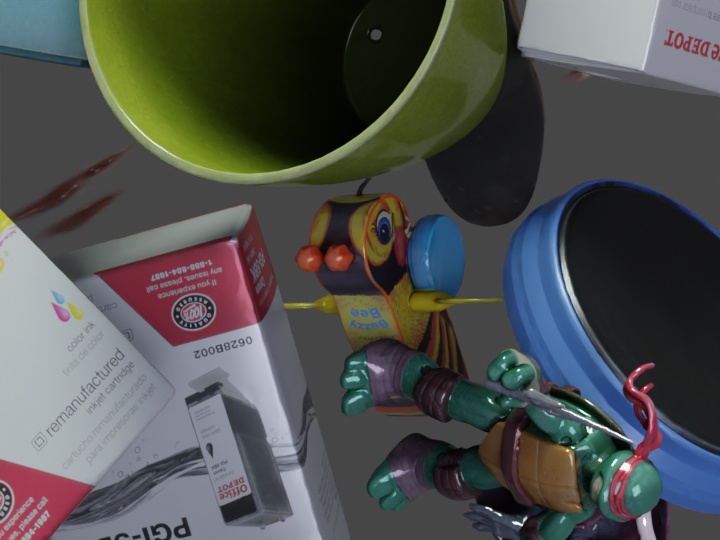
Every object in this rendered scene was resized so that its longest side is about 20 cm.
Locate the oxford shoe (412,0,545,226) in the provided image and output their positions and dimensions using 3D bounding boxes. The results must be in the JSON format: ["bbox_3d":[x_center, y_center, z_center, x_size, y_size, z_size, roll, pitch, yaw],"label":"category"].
[{"bbox_3d":[0.066,-0.122,1.165,0.071,0.071,0.202,-3,117,11],"label":"oxford shoe"}]

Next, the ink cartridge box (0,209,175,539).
[{"bbox_3d":[-0.209,0.044,0.992,0.200,0.085,0.148,47,57,-9],"label":"ink cartridge box"}]

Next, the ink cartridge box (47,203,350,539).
[{"bbox_3d":[-0.100,0.085,1.119,0.145,0.083,0.202,-15,103,6],"label":"ink cartridge box"}]

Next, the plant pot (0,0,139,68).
[{"bbox_3d":[-0.176,-0.210,1.043,0.140,0.141,0.202,8,93,-17],"label":"plant pot"}]

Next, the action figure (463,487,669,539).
[{"bbox_3d":[0.148,0.088,1.175,0.200,0.148,0.135,-47,119,-35],"label":"action figure"}]

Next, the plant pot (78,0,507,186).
[{"bbox_3d":[-0.006,-0.119,1.015,0.185,0.200,0.189,-3,82,22],"label":"plant pot"}]

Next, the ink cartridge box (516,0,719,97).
[{"bbox_3d":[0.169,-0.200,1.136,0.146,0.082,0.202,3,100,-57],"label":"ink cartridge box"}]

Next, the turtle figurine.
[{"bbox_3d":[0.079,0.098,1.053,0.100,0.199,0.151,-16,110,-39],"label":"turtle figurine"}]

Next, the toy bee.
[{"bbox_3d":[0.000,0.000,1.141,0.130,0.109,0.201,-26,98,35],"label":"toy bee"}]

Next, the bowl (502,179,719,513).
[{"bbox_3d":[0.167,0.036,1.156,0.200,0.202,0.039,31,129,-18],"label":"bowl"}]
